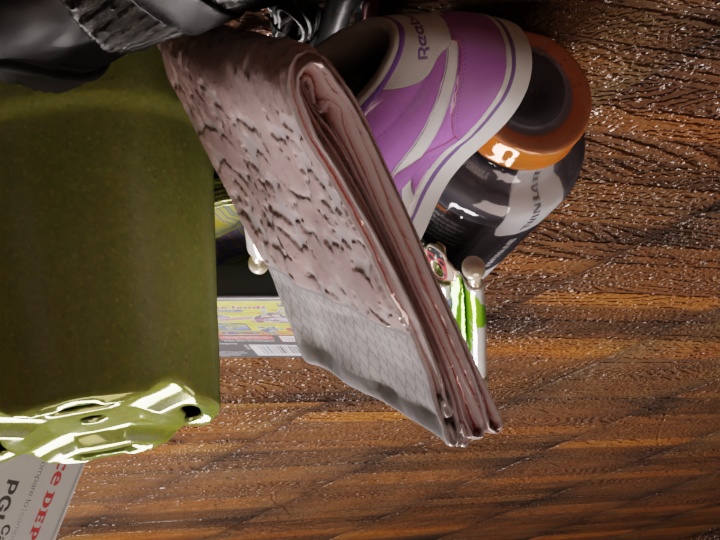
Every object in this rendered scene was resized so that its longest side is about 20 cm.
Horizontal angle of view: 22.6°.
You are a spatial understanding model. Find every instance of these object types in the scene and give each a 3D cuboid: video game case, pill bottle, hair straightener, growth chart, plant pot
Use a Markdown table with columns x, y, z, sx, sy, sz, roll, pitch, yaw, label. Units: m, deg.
| x | y | z | sx | sy | sz | roll | pitch | yaw | label |
| --- | --- | --- | --- | --- | --- | --- | --- | --- | --- |
| -0.106 | 0.030 | 1.272 | 0.198 | 0.026 | 0.181 | 0 | 165 | 9 | video game case |
| 0.061 | -0.060 | 1.018 | 0.105 | 0.107 | 0.200 | -5 | 162 | -19 | pill bottle |
| -0.026 | -0.109 | 0.914 | 0.076 | 0.041 | 0.200 | -9 | 163 | -8 | hair straightener |
| 0.000 | 0.000 | 1.054 | 0.018 | 0.199 | 0.145 | -47 | 148 | -25 | growth chart |
| -0.148 | -0.004 | 0.926 | 0.198 | 0.186 | 0.201 | -11 | 163 | -3 | plant pot |

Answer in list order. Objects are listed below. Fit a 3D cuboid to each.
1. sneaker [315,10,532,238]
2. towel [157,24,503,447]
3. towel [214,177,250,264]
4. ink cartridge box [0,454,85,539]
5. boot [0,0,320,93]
| x | y | z | sx | sy | sz | roll | pitch | yaw | label |
| --- | --- | --- | --- | --- | --- | --- | --- | --- | --- |
| -0.011 | -0.058 | 0.914 | 0.113 | 0.073 | 0.201 | -3 | 140 | -39 | sneaker |
| -0.022 | -0.023 | 0.819 | 0.032 | 0.192 | 0.200 | -30 | -160 | -15 | towel |
| -0.060 | -0.027 | 1.188 | 0.142 | 0.023 | 0.200 | -14 | 163 | 5 | towel |
| -0.252 | 0.103 | 1.043 | 0.084 | 0.147 | 0.200 | 21 | 179 | 31 | ink cartridge box |
| -0.119 | -0.131 | 0.713 | 0.157 | 0.080 | 0.210 | -14 | 175 | 32 | boot |
